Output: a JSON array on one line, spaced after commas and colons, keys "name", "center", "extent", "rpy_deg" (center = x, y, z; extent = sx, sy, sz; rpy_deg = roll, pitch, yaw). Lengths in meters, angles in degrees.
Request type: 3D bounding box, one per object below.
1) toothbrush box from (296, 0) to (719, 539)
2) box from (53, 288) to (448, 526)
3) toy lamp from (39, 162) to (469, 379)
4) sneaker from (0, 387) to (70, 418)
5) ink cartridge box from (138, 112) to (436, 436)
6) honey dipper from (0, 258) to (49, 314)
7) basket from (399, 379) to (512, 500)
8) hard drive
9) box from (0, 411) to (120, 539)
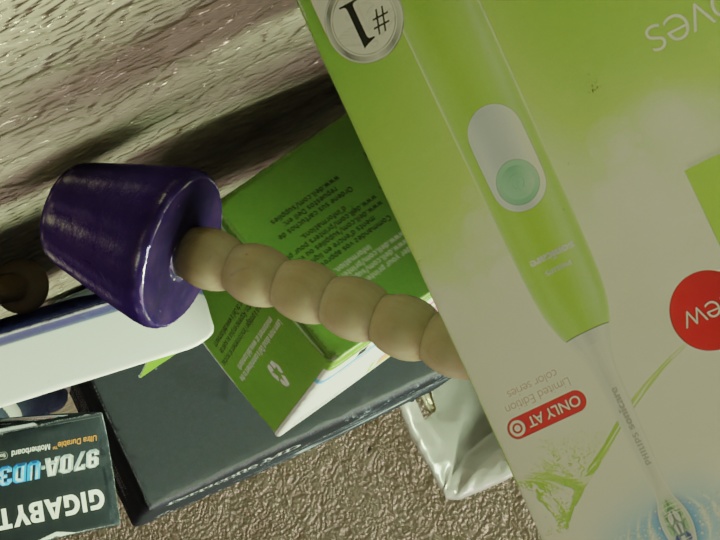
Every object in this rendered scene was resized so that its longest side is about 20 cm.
[{"name": "toothbrush box", "center": [0.091, -0.026, 0.638], "extent": [0.145, 0.201, 0.086], "rpy_deg": [-25, 176, 17]}, {"name": "box", "center": [-0.053, 0.041, 1.208], "extent": [0.196, 0.118, 0.200], "rpy_deg": [-24, 175, -10]}, {"name": "toy lamp", "center": [-0.014, 0.009, 0.749], "extent": [0.199, 0.059, 0.058], "rpy_deg": [18, -166, 22]}, {"name": "sneaker", "center": [-0.203, 0.094, 1.122], "extent": [0.075, 0.085, 0.200], "rpy_deg": [-14, 179, 25]}, {"name": "ink cartridge box", "center": [0.000, 0.000, 0.924], "extent": [0.148, 0.076, 0.200], "rpy_deg": [-35, 171, -23]}, {"name": "honey dipper", "center": [-0.148, 0.011, 0.831], "extent": [0.038, 0.038, 0.200], "rpy_deg": [-25, 178, 6]}, {"name": "basket", "center": [0.133, 0.055, 1.924], "extent": [0.199, 0.199, 0.161], "rpy_deg": [-27, 179, 22]}, {"name": "hard drive", "center": [-0.145, 0.035, 0.910], "extent": [0.131, 0.026, 0.200], "rpy_deg": [-17, -177, -17]}, {"name": "box", "center": [-0.214, 0.090, 0.868], "extent": [0.158, 0.046, 0.199], "rpy_deg": [-8, 180, -44]}]
